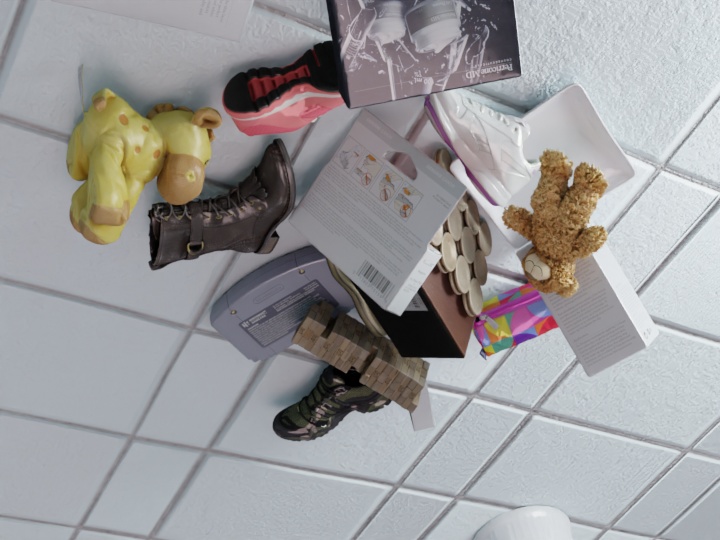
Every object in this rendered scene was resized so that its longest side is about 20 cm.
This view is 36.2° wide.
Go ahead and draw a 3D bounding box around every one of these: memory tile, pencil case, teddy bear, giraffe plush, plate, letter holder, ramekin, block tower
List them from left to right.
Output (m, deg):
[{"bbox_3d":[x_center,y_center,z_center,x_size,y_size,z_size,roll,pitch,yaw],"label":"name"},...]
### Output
[{"bbox_3d":[-0.249,-0.133,1.293,0.160,0.172,0.204,-1,99,-27],"label":"giraffe plush"},{"bbox_3d":[0.006,0.117,1.540,0.198,0.054,0.058,32,124,-6],"label":"block tower"},{"bbox_3d":[0.078,0.001,1.467,0.099,0.144,0.201,-2,140,31],"label":"letter holder"},{"bbox_3d":[0.127,-0.048,1.452,0.017,0.155,0.201,-7,139,26],"label":"memory tile"},{"bbox_3d":[0.318,0.547,2.092,0.197,0.099,0.202,-7,135,-7],"label":"ramekin"},{"bbox_3d":[0.251,0.058,1.624,0.197,0.089,0.089,-24,134,5],"label":"pencil case"},{"bbox_3d":[0.242,-0.141,1.469,0.198,0.033,0.200,-32,132,17],"label":"plate"},{"bbox_3d":[0.255,-0.059,1.440,0.144,0.067,0.201,36,124,10],"label":"teddy bear"}]

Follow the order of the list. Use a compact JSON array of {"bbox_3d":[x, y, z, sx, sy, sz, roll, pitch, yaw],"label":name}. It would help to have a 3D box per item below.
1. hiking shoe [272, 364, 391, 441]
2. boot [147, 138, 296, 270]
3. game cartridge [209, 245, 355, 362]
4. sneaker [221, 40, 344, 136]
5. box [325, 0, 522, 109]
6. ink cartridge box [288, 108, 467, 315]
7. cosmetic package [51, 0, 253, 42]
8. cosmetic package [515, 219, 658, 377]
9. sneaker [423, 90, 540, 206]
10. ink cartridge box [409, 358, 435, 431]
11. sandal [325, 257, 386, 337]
[{"bbox_3d":[-0.051,0.187,1.688,0.197,0.076,0.102,-24,126,-4],"label":"hiking shoe"},{"bbox_3d":[-0.179,-0.076,1.376,0.172,0.070,0.202,-6,137,-27],"label":"boot"},{"bbox_3d":[-0.107,0.046,1.556,0.198,0.042,0.133,-29,128,14],"label":"game cartridge"},{"bbox_3d":[-0.065,-0.211,1.315,0.197,0.075,0.087,-14,155,-2],"label":"sneaker"},{"bbox_3d":[0.062,-0.290,1.190,0.197,0.104,0.185,-12,112,-3],"label":"box"},{"bbox_3d":[0.025,-0.074,1.349,0.175,0.200,0.043,-54,146,8],"label":"ink cartridge box"},{"bbox_3d":[-0.190,-0.360,1.089,0.197,0.124,0.201,10,130,-20],"label":"cosmetic package"},{"bbox_3d":[0.314,0.031,1.525,0.101,0.202,0.071,-32,176,32],"label":"cosmetic package"},{"bbox_3d":[0.149,-0.180,1.371,0.099,0.075,0.201,-36,114,6],"label":"sneaker"},{"bbox_3d":[0.075,0.140,1.646,0.039,0.100,0.202,-12,134,-1],"label":"ink cartridge box"},{"bbox_3d":[0.000,0.000,1.492,0.057,0.080,0.202,-24,120,12],"label":"sandal"}]
